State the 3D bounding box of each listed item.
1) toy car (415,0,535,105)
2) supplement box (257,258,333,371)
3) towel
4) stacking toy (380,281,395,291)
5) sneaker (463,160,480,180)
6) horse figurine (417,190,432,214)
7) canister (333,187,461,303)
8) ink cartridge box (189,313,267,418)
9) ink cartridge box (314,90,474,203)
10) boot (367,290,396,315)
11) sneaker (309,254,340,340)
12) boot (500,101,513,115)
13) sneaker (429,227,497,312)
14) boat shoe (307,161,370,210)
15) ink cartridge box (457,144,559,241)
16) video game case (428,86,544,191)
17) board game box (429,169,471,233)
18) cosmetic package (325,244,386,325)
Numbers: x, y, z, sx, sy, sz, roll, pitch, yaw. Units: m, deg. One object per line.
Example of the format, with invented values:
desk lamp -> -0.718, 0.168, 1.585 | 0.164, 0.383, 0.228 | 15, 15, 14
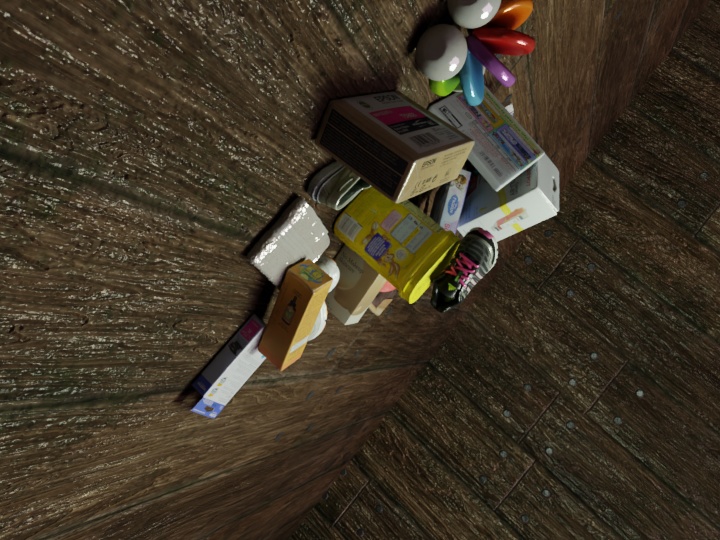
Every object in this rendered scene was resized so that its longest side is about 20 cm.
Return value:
toy car -> 0.193, -0.352, 1.048 | 0.202, 0.149, 0.174 | -56, 162, 18
supplement box -> -0.116, 0.080, 1.174 | 0.068, 0.066, 0.202 | -31, 153, -48
towel -> -0.114, -0.035, 1.115 | 0.133, 0.034, 0.200 | -50, 163, -6
stacking toy -> 0.023, 0.007, 1.439 | 0.198, 0.147, 0.146 | -32, 161, -4
sneaker -> 0.253, -0.244, 1.465 | 0.084, 0.120, 0.200 | -51, 162, 2
horse figurine -> 0.123, -0.095, 1.505 | 0.201, 0.049, 0.134 | 98, 9, -64
canister -> 0.065, -0.060, 1.233 | 0.149, 0.199, 0.087 | -45, 162, -13
ink cartridge box -> -0.236, 0.179, 1.234 | 0.201, 0.042, 0.120 | -52, 162, -9
ink cartridge box -> 0.055, -0.193, 1.000 | 0.199, 0.164, 0.076 | -28, 151, -51
boot -> 0.050, 0.019, 1.621 | 0.168, 0.072, 0.200 | -62, 162, -3
sneaker -> -0.110, 0.062, 1.281 | 0.091, 0.075, 0.203 | -22, 140, -43
boot -> 0.253, -0.276, 1.373 | 0.198, 0.072, 0.092 | -28, 117, -32
sneaker -> 0.181, 0.009, 1.200 | 0.087, 0.073, 0.201 | -44, 167, -41
boat shoe -> -0.002, -0.160, 1.095 | 0.200, 0.062, 0.072 | -41, 161, -32
ink cartridge box -> 0.306, -0.152, 1.389 | 0.198, 0.083, 0.147 | -26, -145, 36
video game case -> 0.244, -0.263, 1.277 | 0.181, 0.201, 0.022 | -35, 171, -40
board game box -> 0.175, -0.097, 1.443 | 0.200, 0.040, 0.204 | 121, -15, -81
cosmetic package -> 0.000, 0.000, 1.358 | 0.202, 0.105, 0.071 | -57, 161, 14
